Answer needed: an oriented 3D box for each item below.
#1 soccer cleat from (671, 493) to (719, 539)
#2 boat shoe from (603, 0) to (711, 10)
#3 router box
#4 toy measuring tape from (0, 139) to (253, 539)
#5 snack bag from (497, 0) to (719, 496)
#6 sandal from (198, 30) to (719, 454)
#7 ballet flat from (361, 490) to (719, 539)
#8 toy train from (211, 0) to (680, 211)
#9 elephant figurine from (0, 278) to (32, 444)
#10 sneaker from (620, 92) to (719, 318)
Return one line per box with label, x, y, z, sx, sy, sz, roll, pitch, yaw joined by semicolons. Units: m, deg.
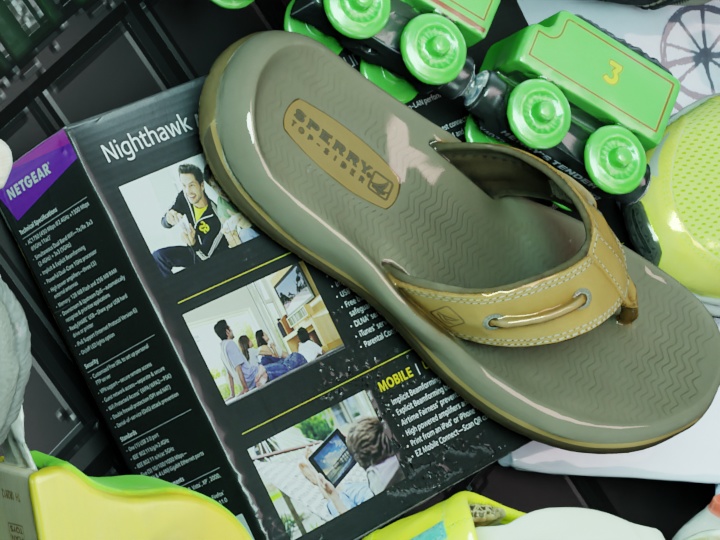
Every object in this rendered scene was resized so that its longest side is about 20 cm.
soccer cleat;0.199;0.116;0.972;0.200;0.078;0.069;3;45;-9
boat shoe;0.086;-0.190;0.961;0.063;0.073;0.200;-8;90;-31
router box;0.000;0.000;0.877;0.200;0.051;0.149;-24;88;-42
toy measuring tape;-0.068;0.056;0.772;0.074;0.074;0.200;-17;102;-42
snack bag;0.137;-0.007;0.994;0.200;0.021;0.189;4;79;-17
sandal;0.040;-0.010;0.839;0.200;0.054;0.080;36;52;-23
ballet flat;0.083;0.104;0.840;0.200;0.067;0.067;16;40;-38
toy train;0.014;-0.084;0.856;0.200;0.042;0.056;30;69;-19
elephant figurine;-0.150;0.048;0.716;0.200;0.155;0.142;14;29;-50
sneaker;0.178;-0.043;0.942;0.200;0.090;0.078;-17;83;-29
